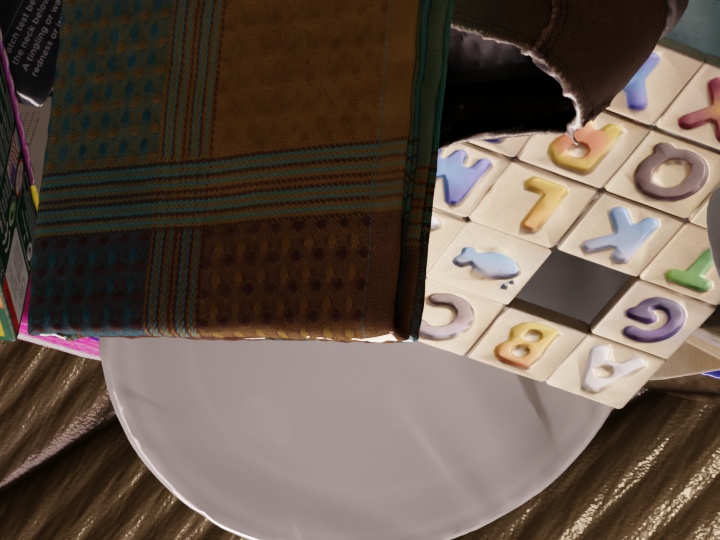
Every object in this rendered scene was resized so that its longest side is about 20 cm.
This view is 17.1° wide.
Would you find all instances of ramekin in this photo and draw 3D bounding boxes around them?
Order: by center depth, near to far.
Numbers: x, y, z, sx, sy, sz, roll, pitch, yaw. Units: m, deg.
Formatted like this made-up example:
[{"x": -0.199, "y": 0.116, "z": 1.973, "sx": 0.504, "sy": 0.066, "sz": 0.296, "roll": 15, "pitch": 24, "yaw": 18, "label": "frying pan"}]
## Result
[{"x": 0.000, "y": 0.000, "z": 0.903, "sx": 0.202, "sy": 0.203, "sz": 0.094, "roll": 18, "pitch": -159, "yaw": -18, "label": "ramekin"}]

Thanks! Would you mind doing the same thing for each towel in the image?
[{"x": -0.031, "y": -0.080, "z": 0.667, "sx": 0.146, "sy": 0.201, "sz": 0.022, "roll": 0, "pitch": 171, "yaw": 41, "label": "towel"}]

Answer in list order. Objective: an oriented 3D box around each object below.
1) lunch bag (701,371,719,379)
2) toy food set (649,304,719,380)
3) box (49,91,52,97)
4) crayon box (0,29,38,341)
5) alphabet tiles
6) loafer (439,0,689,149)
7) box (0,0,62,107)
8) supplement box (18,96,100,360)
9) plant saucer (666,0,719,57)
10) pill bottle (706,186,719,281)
[{"x": 0.094, "y": -0.047, "z": 1.127, "sx": 0.199, "sy": 0.151, "sz": 0.094, "roll": 12, "pitch": 173, "yaw": 33, "label": "lunch bag"}, {"x": 0.193, "y": 0.038, "z": 0.873, "sx": 0.143, "sy": 0.061, "sz": 0.200, "roll": -9, "pitch": -172, "yaw": -9, "label": "toy food set"}, {"x": -0.058, "y": -0.110, "z": 1.109, "sx": 0.199, "sy": 0.123, "sz": 0.192, "roll": 19, "pitch": 173, "yaw": -24, "label": "box"}, {"x": -0.205, "y": -0.049, "z": 0.804, "sx": 0.172, "sy": 0.059, "sz": 0.200, "roll": 8, "pitch": 156, "yaw": 2, "label": "crayon box"}, {"x": 0.044, "y": -0.028, "z": 0.801, "sx": 0.199, "sy": 0.008, "sz": 0.167, "roll": 18, "pitch": 137, "yaw": -18, "label": "alphabet tiles"}, {"x": -0.006, "y": -0.063, "z": 0.688, "sx": 0.199, "sy": 0.071, "sz": 0.073, "roll": -9, "pitch": 130, "yaw": 37, "label": "loafer"}, {"x": -0.208, "y": -0.163, "z": 0.852, "sx": 0.196, "sy": 0.124, "sz": 0.200, "roll": 32, "pitch": 170, "yaw": -37, "label": "box"}, {"x": -0.109, "y": -0.014, "z": 1.046, "sx": 0.103, "sy": 0.102, "sz": 0.200, "roll": 19, "pitch": 173, "yaw": -33, "label": "supplement box"}, {"x": 0.065, "y": -0.101, "z": 0.778, "sx": 0.200, "sy": 0.039, "sz": 0.201, "roll": 16, "pitch": 174, "yaw": 2, "label": "plant saucer"}, {"x": 0.208, "y": -0.031, "z": 0.712, "sx": 0.199, "sy": 0.112, "sz": 0.111, "roll": -28, "pitch": 151, "yaw": 26, "label": "pill bottle"}]
